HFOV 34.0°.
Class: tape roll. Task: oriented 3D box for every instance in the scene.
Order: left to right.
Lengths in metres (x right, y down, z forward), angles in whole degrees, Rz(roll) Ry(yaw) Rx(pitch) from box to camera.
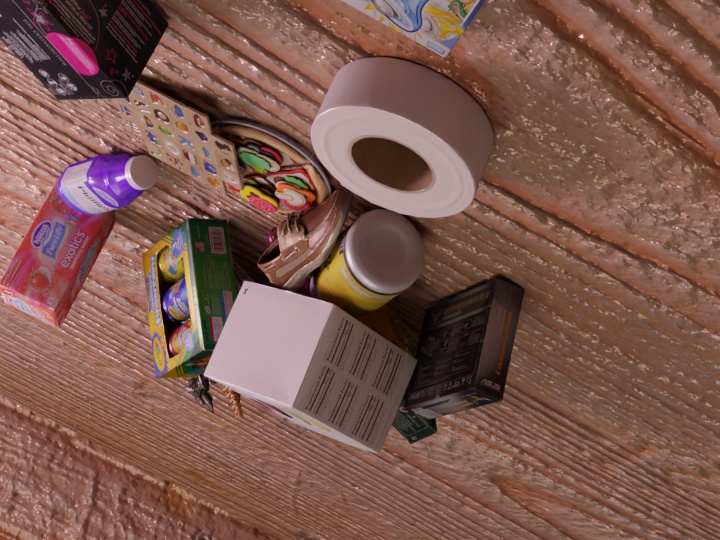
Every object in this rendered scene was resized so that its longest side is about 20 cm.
[{"bbox_3d":[0.046,-0.144,1.314,0.200,0.072,0.203,19,155,9],"label":"tape roll"}]

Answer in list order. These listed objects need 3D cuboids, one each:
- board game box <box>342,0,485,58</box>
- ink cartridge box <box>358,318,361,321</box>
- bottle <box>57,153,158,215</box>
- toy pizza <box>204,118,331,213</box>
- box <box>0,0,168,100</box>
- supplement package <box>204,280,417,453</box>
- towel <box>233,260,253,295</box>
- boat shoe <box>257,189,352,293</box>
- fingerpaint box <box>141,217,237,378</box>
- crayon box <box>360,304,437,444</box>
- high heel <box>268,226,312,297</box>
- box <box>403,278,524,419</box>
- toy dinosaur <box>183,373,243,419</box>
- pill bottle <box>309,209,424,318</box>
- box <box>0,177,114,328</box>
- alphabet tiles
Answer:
[{"bbox_3d":[0.022,-0.289,1.091,0.198,0.035,0.135,27,155,-6],"label":"board game box"},{"bbox_3d":[-0.015,0.143,1.842,0.066,0.118,0.200,7,162,35],"label":"ink cartridge box"},{"bbox_3d":[-0.366,-0.129,1.717,0.083,0.066,0.198,39,152,-32],"label":"bottle"},{"bbox_3d":[-0.132,-0.127,1.553,0.197,0.032,0.201,20,155,10],"label":"toy pizza"},{"bbox_3d":[-0.332,-0.297,1.298,0.131,0.116,0.200,5,148,37],"label":"box"},{"bbox_3d":[-0.068,0.134,1.633,0.190,0.149,0.199,13,164,43],"label":"supplement package"},{"bbox_3d":[-0.167,0.082,1.840,0.200,0.085,0.166,44,173,42],"label":"towel"},{"bbox_3d":[-0.078,-0.042,1.564,0.071,0.076,0.200,30,132,-12],"label":"boat shoe"},{"bbox_3d":[-0.256,0.044,1.767,0.072,0.203,0.166,2,161,-35],"label":"fingerpaint box"},{"bbox_3d":[0.055,0.142,1.778,0.051,0.202,0.126,-26,134,20],"label":"crayon box"},{"bbox_3d":[-0.093,0.001,1.721,0.095,0.068,0.200,-11,143,35],"label":"high heel"},{"bbox_3d":[0.140,0.112,1.627,0.048,0.161,0.199,23,156,-20],"label":"box"},{"bbox_3d":[-0.230,0.149,1.852,0.100,0.202,0.137,2,139,-6],"label":"toy dinosaur"},{"bbox_3d":[0.000,0.000,1.589,0.111,0.113,0.200,29,155,-12],"label":"pill bottle"},{"bbox_3d":[-0.476,-0.029,1.853,0.101,0.202,0.095,24,158,0],"label":"box"},{"bbox_3d":[-0.239,-0.175,1.537,0.198,0.006,0.167,28,154,18],"label":"alphabet tiles"}]
